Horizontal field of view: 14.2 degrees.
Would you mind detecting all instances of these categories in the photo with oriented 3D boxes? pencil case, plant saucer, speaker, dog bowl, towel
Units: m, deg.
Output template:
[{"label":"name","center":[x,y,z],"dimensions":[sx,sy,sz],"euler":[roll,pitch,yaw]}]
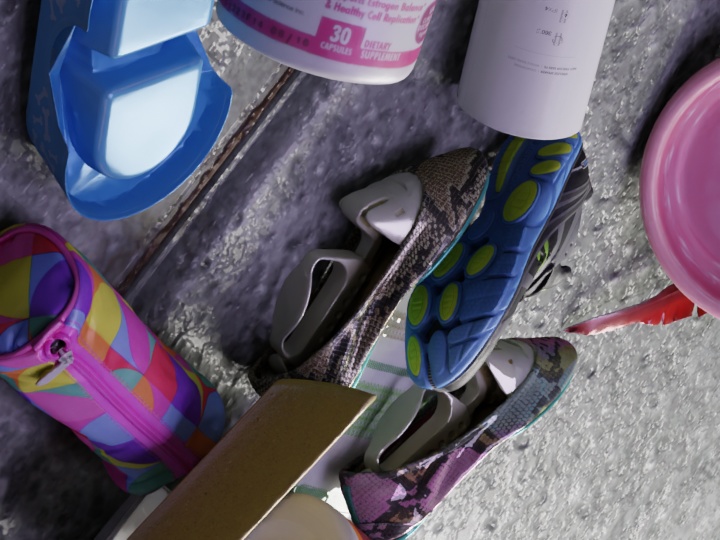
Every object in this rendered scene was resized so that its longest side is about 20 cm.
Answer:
[{"label":"pencil case","center":[-0.147,0.052,1.571],"dimensions":[0.088,0.088,0.200],"euler":[-52,146,-6]},{"label":"plant saucer","center":[-0.076,0.129,1.630],"dimensions":[0.200,0.048,0.200],"euler":[-47,179,-3]},{"label":"speaker","center":[0.115,-0.180,1.703],"dimensions":[0.081,0.081,0.200],"euler":[-17,129,-43]},{"label":"dog bowl","center":[-0.116,-0.119,1.478],"dimensions":[0.111,0.050,0.200],"euler":[-24,142,-37]},{"label":"towel","center":[0.024,0.066,1.843],"dimensions":[0.149,0.031,0.200],"euler":[19,99,-57]},{"label":"plant saucer","center":[0.288,-0.058,1.947],"dimensions":[0.051,0.200,0.201],"euler":[-63,177,-76]}]

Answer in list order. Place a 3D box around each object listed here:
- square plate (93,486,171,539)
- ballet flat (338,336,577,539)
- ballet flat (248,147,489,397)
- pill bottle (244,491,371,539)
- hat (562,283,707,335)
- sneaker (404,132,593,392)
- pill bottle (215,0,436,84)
[{"label":"square plate","center":[-0.152,0.237,1.763],"dimensions":[0.198,0.028,0.200],"euler":[-51,145,-8]},{"label":"ballet flat","center":[0.062,0.089,1.836],"dimensions":[0.200,0.069,0.071],"euler":[-41,123,-25]},{"label":"ballet flat","center":[0.000,0.000,1.731],"dimensions":[0.075,0.068,0.200],"euler":[33,92,-35]},{"label":"pill bottle","center":[-0.016,0.220,1.796],"dimensions":[0.110,0.109,0.200],"euler":[-52,147,-6]},{"label":"hat","center":[0.273,-0.022,2.026],"dimensions":[0.176,0.166,0.200],"euler":[34,45,-24]},{"label":"sneaker","center":[0.095,-0.001,1.792],"dimensions":[0.200,0.071,0.083],"euler":[-59,136,-28]},{"label":"pill bottle","center":[0.004,-0.209,1.514],"dimensions":[0.113,0.113,0.200],"euler":[-6,122,-48]}]
